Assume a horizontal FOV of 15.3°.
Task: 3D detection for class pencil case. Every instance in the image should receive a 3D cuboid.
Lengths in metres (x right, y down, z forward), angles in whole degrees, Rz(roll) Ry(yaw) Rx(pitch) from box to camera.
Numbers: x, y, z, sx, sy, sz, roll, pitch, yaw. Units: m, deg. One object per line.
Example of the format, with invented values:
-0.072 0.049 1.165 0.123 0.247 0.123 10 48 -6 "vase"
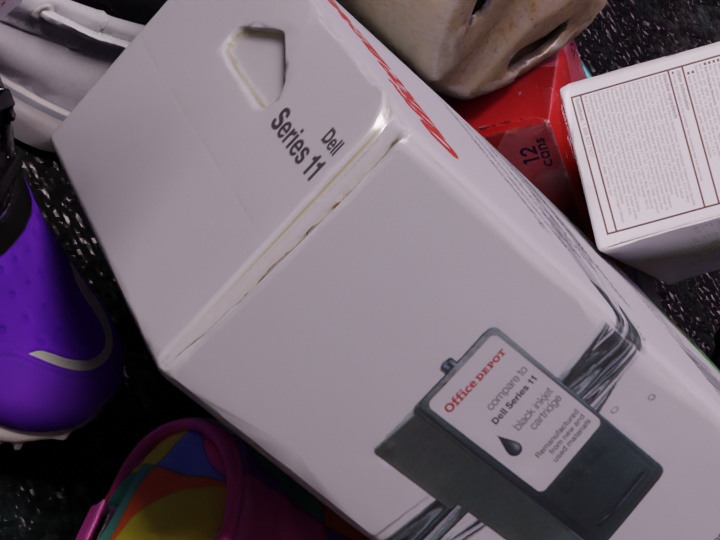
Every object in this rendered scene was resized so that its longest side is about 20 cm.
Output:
0.006 0.118 0.725 0.200 0.088 0.088 38 32 -31 "pencil case"

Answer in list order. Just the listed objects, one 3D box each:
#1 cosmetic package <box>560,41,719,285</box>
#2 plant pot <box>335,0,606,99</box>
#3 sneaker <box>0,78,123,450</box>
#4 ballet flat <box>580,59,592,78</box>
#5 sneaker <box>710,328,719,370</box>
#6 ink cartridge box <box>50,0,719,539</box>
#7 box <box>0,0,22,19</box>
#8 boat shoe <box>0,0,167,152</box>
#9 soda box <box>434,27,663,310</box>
0.115 -0.033 0.795 0.200 0.083 0.051 15 62 -78 "cosmetic package"
0.002 -0.154 0.761 0.183 0.200 0.200 43 25 16 "plant pot"
-0.121 -0.041 0.680 0.200 0.100 0.070 44 31 -16 "sneaker"
0.012 -0.086 0.906 0.068 0.068 0.200 -41 92 -28 "ballet flat"
0.134 0.092 0.814 0.096 0.200 0.079 22 10 -39 "sneaker"
0.026 0.020 0.692 0.200 0.083 0.147 42 8 -29 "ink cartridge box"
-0.149 -0.068 0.564 0.101 0.200 0.112 55 28 2 "box"
-0.130 -0.103 0.770 0.200 0.069 0.072 36 33 -30 "boat shoe"
0.061 0.024 0.847 0.070 0.063 0.200 -76 149 -55 "soda box"
